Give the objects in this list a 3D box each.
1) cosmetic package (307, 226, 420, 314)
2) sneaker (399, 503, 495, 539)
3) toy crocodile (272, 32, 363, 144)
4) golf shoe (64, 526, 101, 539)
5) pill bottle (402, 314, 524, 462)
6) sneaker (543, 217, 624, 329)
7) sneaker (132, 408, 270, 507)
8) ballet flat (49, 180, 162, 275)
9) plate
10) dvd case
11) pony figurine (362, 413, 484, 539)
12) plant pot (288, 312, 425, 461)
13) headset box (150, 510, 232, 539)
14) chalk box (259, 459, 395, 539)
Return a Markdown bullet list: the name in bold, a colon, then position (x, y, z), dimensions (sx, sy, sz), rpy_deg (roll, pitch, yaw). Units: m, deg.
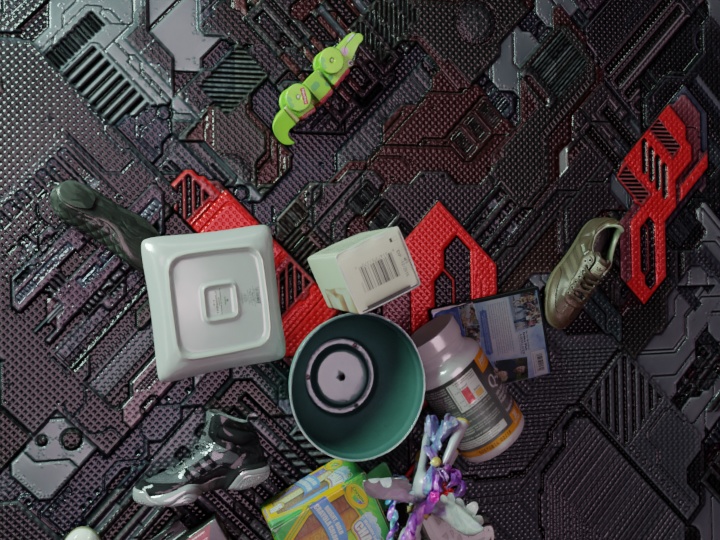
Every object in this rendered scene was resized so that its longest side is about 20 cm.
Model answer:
- **cosmetic package**: position (0.000, 0.000, 1.092), dimensions (0.101, 0.200, 0.089), rpy_deg (-25, 97, -12)
- **sneaker**: position (0.139, 0.400, 1.191), dimensions (0.115, 0.075, 0.203), rpy_deg (-40, 117, -22)
- **toy crocodile**: position (-0.064, -0.276, 1.146), dimensions (0.062, 0.067, 0.201), rpy_deg (43, 82, -16)
- **golf shoe**: position (-0.390, 0.458, 1.040), dimensions (0.071, 0.092, 0.206), rpy_deg (9, 86, -13)
- **pill bottle**: position (0.153, 0.176, 1.157), dimensions (0.115, 0.116, 0.203), rpy_deg (-35, 99, -12)
- **sneaker**: position (0.365, 0.001, 1.253), dimensions (0.069, 0.075, 0.204), rpy_deg (28, 82, -13)
- **sneaker**: position (-0.230, 0.262, 1.095), dimensions (0.195, 0.075, 0.117), rpy_deg (-8, 91, -21)
- **ballet flat**: position (-0.347, -0.057, 1.085), dimensions (0.199, 0.056, 0.067), rpy_deg (39, 58, -17)
- **plate**: position (-0.205, 0.044, 1.105), dimensions (0.195, 0.032, 0.206), rpy_deg (-8, 92, -26)
- **dvd case**: position (0.212, 0.115, 1.241), dimensions (0.194, 0.018, 0.147), rpy_deg (-11, 92, -14)
- **pony figurine**: position (0.092, 0.299, 1.046), dimensions (0.163, 0.195, 0.203), rpy_deg (19, 55, 10)
- **plant pot**: position (-0.018, 0.162, 1.119), dimensions (0.194, 0.134, 0.207), rpy_deg (0, 89, -15)
- **headset box**: position (-0.227, 0.456, 1.082), dimensions (0.147, 0.075, 0.203), rpy_deg (-32, 90, -14)
- **chalk box**: position (-0.030, 0.360, 1.120), dimensions (0.197, 0.124, 0.127), rpy_deg (-28, 97, -13)
